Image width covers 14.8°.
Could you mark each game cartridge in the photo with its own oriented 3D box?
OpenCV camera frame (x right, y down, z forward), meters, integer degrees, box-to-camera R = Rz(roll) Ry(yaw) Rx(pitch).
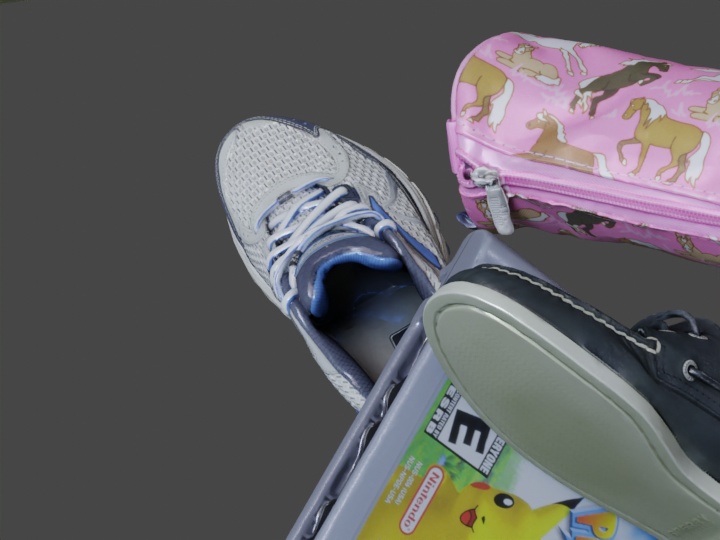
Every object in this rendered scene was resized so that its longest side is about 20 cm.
[{"bbox_3d":[0.045,0.103,0.981,0.200,0.133,0.040,-60,21,-19],"label":"game cartridge"}]

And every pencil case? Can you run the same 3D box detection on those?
[{"bbox_3d":[0.131,-0.035,1.034,0.199,0.083,0.087,13,71,27],"label":"pencil case"}]

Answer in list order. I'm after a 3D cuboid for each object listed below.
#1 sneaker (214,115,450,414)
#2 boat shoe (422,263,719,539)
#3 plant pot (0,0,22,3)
[{"bbox_3d":[0.000,0.000,1.071,0.077,0.085,0.200,-40,57,1],"label":"sneaker"},{"bbox_3d":[0.111,0.049,0.960,0.199,0.074,0.066,35,61,-11],"label":"boat shoe"},{"bbox_3d":[-0.118,-0.194,1.168,0.183,0.201,0.201,2,67,12],"label":"plant pot"}]
